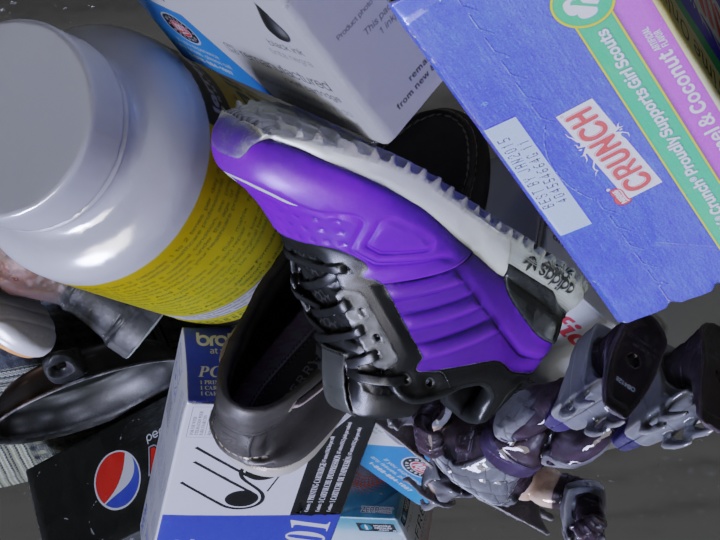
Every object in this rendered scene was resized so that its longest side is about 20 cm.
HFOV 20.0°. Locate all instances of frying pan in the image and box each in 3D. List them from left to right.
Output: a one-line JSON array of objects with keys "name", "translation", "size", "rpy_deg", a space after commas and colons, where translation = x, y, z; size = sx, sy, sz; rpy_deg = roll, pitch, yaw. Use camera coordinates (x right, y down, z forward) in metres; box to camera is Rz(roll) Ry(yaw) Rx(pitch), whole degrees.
[{"name": "frying pan", "translation": [-0.159, 0.061, 1.053], "size": [0.115, 0.031, 0.190], "rpy_deg": [-25, 165, 17]}]

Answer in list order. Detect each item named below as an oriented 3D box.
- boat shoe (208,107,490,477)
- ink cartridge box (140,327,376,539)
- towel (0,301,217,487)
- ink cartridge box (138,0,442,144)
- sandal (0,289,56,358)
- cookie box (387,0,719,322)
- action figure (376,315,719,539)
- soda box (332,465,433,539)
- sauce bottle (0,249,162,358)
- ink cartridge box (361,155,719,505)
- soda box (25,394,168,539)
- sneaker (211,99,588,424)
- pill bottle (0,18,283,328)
[{"name": "boat shoe", "translation": [0.000, 0.000, 0.894], "size": [0.067, 0.200, 0.057], "rpy_deg": [26, 157, 18]}, {"name": "ink cartridge box", "translation": [-0.054, 0.099, 1.020], "size": [0.094, 0.044, 0.200], "rpy_deg": [2, 146, -12]}, {"name": "towel", "translation": [-0.169, 0.052, 1.148], "size": [0.192, 0.035, 0.200], "rpy_deg": [-10, 142, 3]}, {"name": "ink cartridge box", "translation": [-0.056, -0.154, 0.744], "size": [0.146, 0.084, 0.200], "rpy_deg": [28, 165, 47]}, {"name": "sandal", "translation": [-0.245, -0.011, 1.007], "size": [0.207, 0.079, 0.059], "rpy_deg": [40, 103, 5]}, {"name": "cookie box", "translation": [0.074, -0.112, 0.700], "size": [0.075, 0.200, 0.171], "rpy_deg": [-22, 134, 19]}, {"name": "action figure", "translation": [0.080, 0.077, 0.947], "size": [0.130, 0.069, 0.200], "rpy_deg": [25, 146, -23]}, {"name": "soda box", "translation": [-0.059, 0.134, 1.226], "size": [0.200, 0.064, 0.068], "rpy_deg": [0, 145, 17]}, {"name": "sauce bottle", "translation": [-0.180, -0.032, 0.986], "size": [0.200, 0.066, 0.066], "rpy_deg": [40, 141, -6]}, {"name": "ink cartridge box", "translation": [0.062, 0.030, 1.017], "size": [0.200, 0.084, 0.145], "rpy_deg": [-22, 131, 40]}, {"name": "soda box", "translation": [-0.089, 0.106, 1.137], "size": [0.200, 0.071, 0.063], "rpy_deg": [-28, 155, 25]}, {"name": "sneaker", "translation": [0.007, 0.009, 0.818], "size": [0.200, 0.100, 0.070], "rpy_deg": [30, 180, -40]}, {"name": "pill bottle", "translation": [-0.098, -0.042, 0.883], "size": [0.111, 0.111, 0.200], "rpy_deg": [-4, 169, 24]}]
